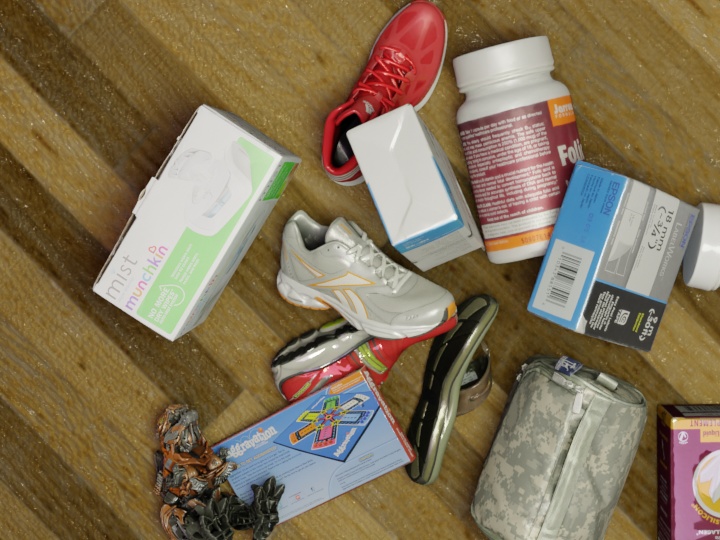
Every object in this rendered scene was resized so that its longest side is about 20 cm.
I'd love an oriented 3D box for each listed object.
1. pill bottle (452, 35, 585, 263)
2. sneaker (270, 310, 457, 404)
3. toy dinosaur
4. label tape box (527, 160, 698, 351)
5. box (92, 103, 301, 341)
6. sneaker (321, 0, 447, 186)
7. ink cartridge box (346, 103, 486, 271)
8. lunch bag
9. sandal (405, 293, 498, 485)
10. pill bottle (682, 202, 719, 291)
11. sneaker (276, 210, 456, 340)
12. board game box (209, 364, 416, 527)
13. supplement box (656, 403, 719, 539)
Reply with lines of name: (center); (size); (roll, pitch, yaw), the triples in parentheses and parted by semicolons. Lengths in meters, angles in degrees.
pill bottle: (0.157, -0.117, 1.440); (0.113, 0.114, 0.202); (-13, 94, 3)
sneaker: (0.010, 0.084, 1.491); (0.198, 0.077, 0.086); (-22, 110, 10)
toy dinosaur: (-0.153, 0.237, 1.487); (0.135, 0.102, 0.202); (4, 124, 43)
label tape box: (0.255, -0.005, 1.397); (0.063, 0.199, 0.146); (22, 94, 42)
box: (-0.154, -0.049, 1.428); (0.096, 0.176, 0.201); (32, 94, 0)
sneaker: (0.025, -0.171, 1.441); (0.078, 0.116, 0.202); (25, 95, 1)
ink cartridge box: (0.057, -0.069, 1.398); (0.066, 0.200, 0.117); (-24, 77, 8)
lunch bag: (0.194, 0.185, 1.431); (0.138, 0.168, 0.202); (21, 94, 1)
sandal: (0.097, 0.118, 1.486); (0.057, 0.080, 0.203); (15, 101, -17)
pill bottle: (0.418, -0.009, 1.437); (0.198, 0.112, 0.113); (10, 94, 2)
sneaker: (0.000, 0.000, 1.430); (0.198, 0.076, 0.093); (15, 124, 28)
board game box: (-0.050, 0.180, 1.479); (0.199, 0.019, 0.104); (-29, 94, 27)
supplement box: (0.353, 0.236, 1.468); (0.109, 0.086, 0.203); (-1, 94, 2)
